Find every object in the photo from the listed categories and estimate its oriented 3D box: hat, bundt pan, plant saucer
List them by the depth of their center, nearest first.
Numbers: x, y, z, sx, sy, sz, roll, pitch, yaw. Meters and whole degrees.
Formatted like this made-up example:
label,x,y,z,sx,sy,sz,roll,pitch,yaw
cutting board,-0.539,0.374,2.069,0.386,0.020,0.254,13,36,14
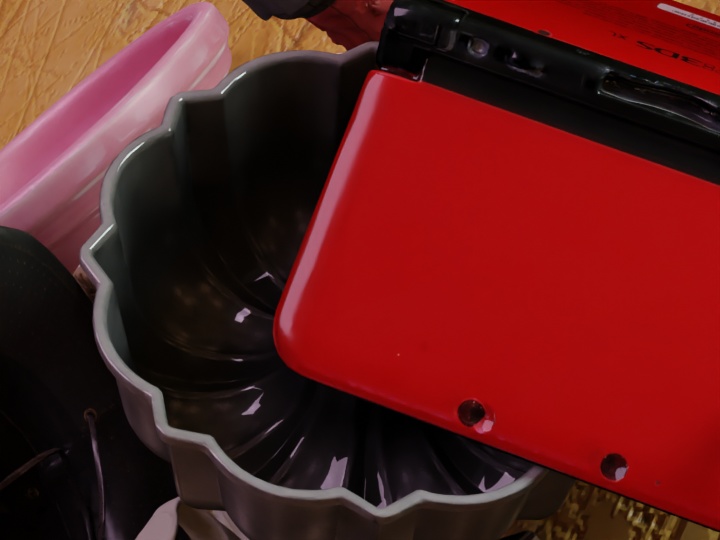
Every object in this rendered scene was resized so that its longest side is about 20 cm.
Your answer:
label,x,y,z,sx,sy,sz,roll,pitch,yaw
bundt pan,0.003,0.020,1.008,0.076,0.200,0.203,98,-178,-53
hat,-0.150,0.086,1.069,0.081,0.200,0.202,-21,43,38
plant saucer,-0.133,-0.046,1.384,0.200,0.051,0.201,-39,12,10

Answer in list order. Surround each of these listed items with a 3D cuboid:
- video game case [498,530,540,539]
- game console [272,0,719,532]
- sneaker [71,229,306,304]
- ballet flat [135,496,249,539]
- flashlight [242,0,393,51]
label,x,y,z,sx,sy,sz,roll,pitch,yaw
video game case,-0.044,0.170,1.013,0.181,0.036,0.200,-40,10,-39
game console,0.095,-0.015,0.985,0.172,0.199,0.119,-47,-25,-66
sneaker,0.000,0.000,1.110,0.199,0.070,0.109,23,69,13
ballet flat,-0.037,0.100,1.030,0.068,0.069,0.200,-29,6,30
flashlight,0.019,-0.079,1.123,0.068,0.200,0.068,2,60,52
